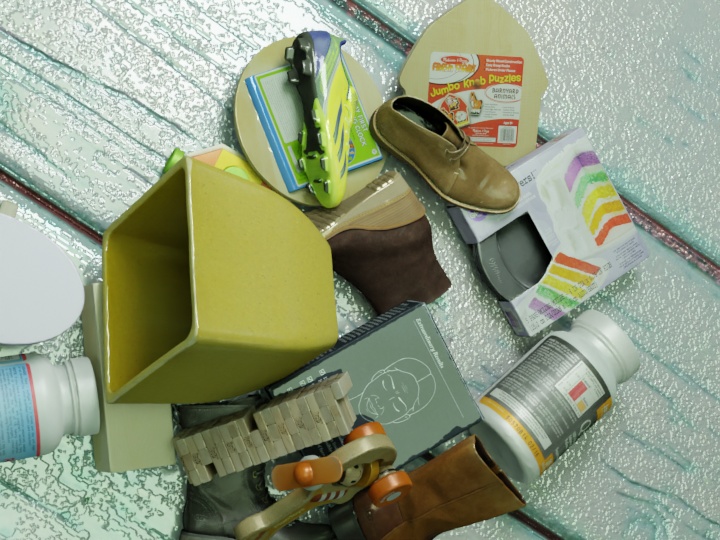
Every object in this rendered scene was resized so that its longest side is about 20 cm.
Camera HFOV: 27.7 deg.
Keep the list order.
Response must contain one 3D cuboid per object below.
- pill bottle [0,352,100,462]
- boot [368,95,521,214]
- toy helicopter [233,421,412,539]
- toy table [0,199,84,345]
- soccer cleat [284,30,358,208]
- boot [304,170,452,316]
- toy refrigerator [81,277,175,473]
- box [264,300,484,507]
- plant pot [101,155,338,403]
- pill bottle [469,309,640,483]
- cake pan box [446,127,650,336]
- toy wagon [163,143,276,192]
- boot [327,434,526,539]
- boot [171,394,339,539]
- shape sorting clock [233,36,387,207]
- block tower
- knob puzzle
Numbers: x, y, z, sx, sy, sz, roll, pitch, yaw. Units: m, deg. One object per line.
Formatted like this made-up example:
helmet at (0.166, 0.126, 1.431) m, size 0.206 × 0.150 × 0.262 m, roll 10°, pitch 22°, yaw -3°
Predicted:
pill bottle at (-0.377, 0.145, 1.519) m, size 0.198 × 0.109 × 0.110 m, roll -7°, pitch 88°, yaw -18°
boot at (0.105, -0.131, 1.669) m, size 0.199 × 0.075 × 0.074 m, roll 32°, pitch 68°, yaw -10°
toy helicopter at (-0.052, 0.230, 1.513) m, size 0.199 × 0.132 × 0.079 m, roll -34°, pitch 66°, yaw 12°
toy table at (-0.392, 0.011, 1.522) m, size 0.199 × 0.117 × 0.185 m, roll 33°, pitch 77°, yaw -12°
soccer cleat at (-0.031, -0.171, 1.632) m, size 0.083 × 0.065 × 0.203 m, roll -4°, pitch 82°, yaw -33°
boot at (0.000, 0.000, 1.662) m, size 0.199 × 0.072 × 0.168 m, roll -30°, pitch 117°, yaw -12°
toy refrigerator at (-0.254, 0.113, 1.584) m, size 0.075 × 0.070 × 0.202 m, roll -5°, pitch 88°, yaw -25°
box at (0.011, 0.145, 1.629) m, size 0.199 × 0.107 × 0.150 m, roll -28°, pitch 94°, yaw -7°
plant pot at (-0.135, 0.027, 1.505) m, size 0.198 × 0.194 × 0.198 m, roll 11°, pitch 61°, yaw -34°
pill bottle at (0.228, 0.145, 1.711) m, size 0.200 × 0.116 × 0.117 m, roll -40°, pitch 98°, yaw -16°
cake pan box at (0.223, -0.045, 1.754) m, size 0.199 × 0.052 × 0.185 m, roll -31°, pitch 96°, yaw -14°
toy wagon at (-0.172, -0.037, 1.636) m, size 0.154 × 0.040 × 0.202 m, roll 28°, pitch 77°, yaw -14°
boot at (0.092, 0.285, 1.619) m, size 0.199 × 0.069 × 0.189 m, roll -27°, pitch 110°, yaw 17°
boot at (-0.115, 0.226, 1.614) m, size 0.198 × 0.069 × 0.176 m, roll 4°, pitch 84°, yaw -10°
shape sorting clock at (-0.055, -0.171, 1.677) m, size 0.198 × 0.039 × 0.202 m, roll 5°, pitch 77°, yaw -24°
block tower at (-0.099, 0.169, 1.540) m, size 0.198 × 0.054 × 0.058 m, roll -22°, pitch 96°, yaw 12°
knob puzzle at (0.132, -0.228, 1.743) m, size 0.217 × 0.030 × 0.222 m, roll -4°, pitch 102°, yaw -20°
